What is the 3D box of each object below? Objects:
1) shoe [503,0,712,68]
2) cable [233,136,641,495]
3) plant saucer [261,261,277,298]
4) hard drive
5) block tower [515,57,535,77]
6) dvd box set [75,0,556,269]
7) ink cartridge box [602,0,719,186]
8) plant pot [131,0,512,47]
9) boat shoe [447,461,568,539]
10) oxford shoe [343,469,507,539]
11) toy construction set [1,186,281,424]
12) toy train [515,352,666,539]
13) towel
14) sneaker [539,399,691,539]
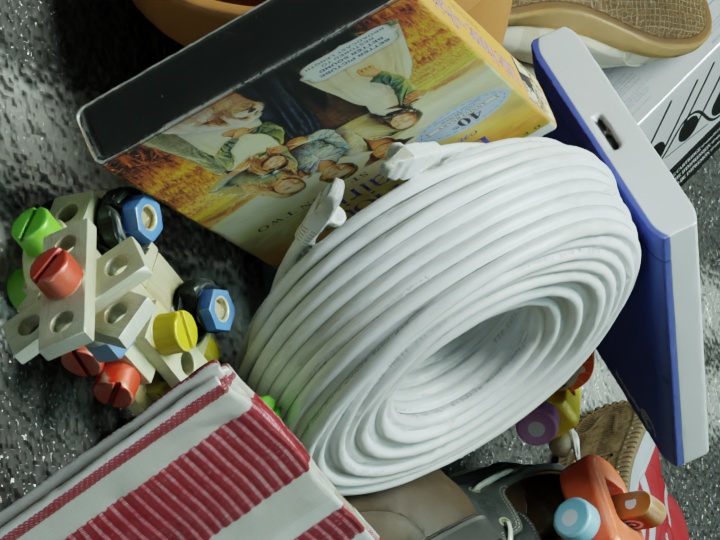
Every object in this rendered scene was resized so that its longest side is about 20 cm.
[{"bbox_3d":[0.100,-0.139,1.423,0.200,0.053,0.070,4,71,-43],"label":"shoe"},{"bbox_3d":[0.037,0.021,1.255,0.200,0.200,0.069,-14,59,-40],"label":"cable"},{"bbox_3d":[0.000,0.000,1.407,0.200,0.027,0.201,21,67,-60],"label":"plant saucer"},{"bbox_3d":[0.128,-0.008,1.373,0.200,0.025,0.132,78,-14,-55],"label":"hard drive"},{"bbox_3d":[0.032,-0.055,1.374,0.058,0.054,0.200,43,38,-6],"label":"block tower"},{"bbox_3d":[-0.013,-0.063,1.176,0.029,0.146,0.200,67,13,20],"label":"dvd box set"},{"bbox_3d":[0.138,-0.064,1.512,0.200,0.044,0.094,-44,151,-18],"label":"ink cartridge box"},{"bbox_3d":[-0.011,-0.147,1.261,0.140,0.199,0.201,74,24,-54],"label":"plant pot"},{"bbox_3d":[0.058,0.140,1.447,0.200,0.067,0.072,-24,107,-61],"label":"boat shoe"},{"bbox_3d":[-0.021,0.133,1.308,0.200,0.073,0.085,-14,62,-53],"label":"oxford shoe"},{"bbox_3d":[-0.098,0.044,1.148,0.200,0.092,0.131,69,29,-47],"label":"toy construction set"},{"bbox_3d":[0.096,0.074,1.428,0.200,0.056,0.151,40,28,-44],"label":"toy train"},{"bbox_3d":[-0.068,0.128,1.143,0.200,0.144,0.023,52,3,-46],"label":"towel"},{"bbox_3d":[0.141,0.167,1.596,0.200,0.071,0.113,-52,126,-57],"label":"sneaker"}]
